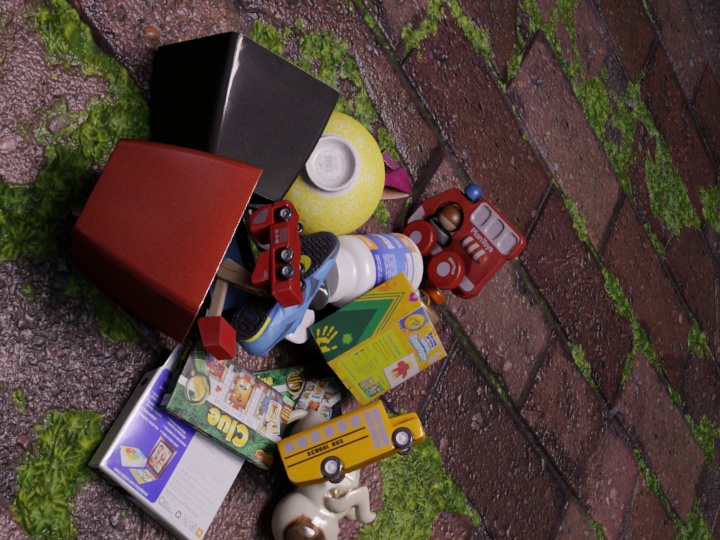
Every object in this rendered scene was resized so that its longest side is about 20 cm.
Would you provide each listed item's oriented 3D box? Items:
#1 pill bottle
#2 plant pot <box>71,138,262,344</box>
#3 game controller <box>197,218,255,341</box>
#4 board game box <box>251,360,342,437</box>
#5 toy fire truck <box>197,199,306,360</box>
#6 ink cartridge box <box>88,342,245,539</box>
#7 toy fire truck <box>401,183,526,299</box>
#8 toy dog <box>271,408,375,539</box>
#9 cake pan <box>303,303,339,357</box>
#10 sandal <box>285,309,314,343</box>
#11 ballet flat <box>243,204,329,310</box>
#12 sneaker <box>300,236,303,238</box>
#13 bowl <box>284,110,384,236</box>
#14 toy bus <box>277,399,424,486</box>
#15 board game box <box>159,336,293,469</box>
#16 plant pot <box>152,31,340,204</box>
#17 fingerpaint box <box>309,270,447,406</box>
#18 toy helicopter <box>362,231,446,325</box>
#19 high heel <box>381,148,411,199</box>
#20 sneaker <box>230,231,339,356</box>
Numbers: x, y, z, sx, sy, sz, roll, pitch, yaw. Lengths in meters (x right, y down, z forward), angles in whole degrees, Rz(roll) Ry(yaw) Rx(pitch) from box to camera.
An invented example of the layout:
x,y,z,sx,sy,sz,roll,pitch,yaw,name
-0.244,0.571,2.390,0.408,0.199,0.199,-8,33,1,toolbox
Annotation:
x,y,z,sx,sy,sz,roll,pitch,yaw,name
0.000,0.000,1.422,0.199,0.111,0.114,-5,88,-52,pill bottle
-0.253,-0.051,1.149,0.174,0.200,0.202,26,70,-9,plant pot
-0.194,0.001,1.287,0.103,0.042,0.203,-13,85,-26,game controller
-0.105,0.200,1.411,0.198,0.023,0.107,-2,89,-48,board game box
-0.145,0.009,1.226,0.049,0.139,0.203,55,25,-56,toy fire truck
-0.243,0.235,1.245,0.199,0.043,0.201,50,53,-30,ink cartridge box
0.178,-0.058,1.610,0.201,0.168,0.112,51,16,30,toy fire truck
-0.060,0.320,1.351,0.192,0.139,0.203,27,75,-27,toy dog
-0.037,0.043,1.495,0.198,0.036,0.204,7,80,-46,cake pan
-0.160,0.036,1.355,0.205,0.059,0.080,34,61,-14,sandal
-0.121,-0.022,1.325,0.201,0.068,0.068,53,22,20,ballet flat
-0.093,-0.147,1.450,0.104,0.075,0.203,21,69,-23,sneaker
-0.051,-0.152,1.367,0.196,0.108,0.204,1,86,-11,bowl
-0.011,0.243,1.283,0.065,0.197,0.079,77,-9,-70,toy bus
-0.179,0.186,1.262,0.200,0.023,0.106,40,61,-37,board game box
-0.178,-0.198,1.274,0.199,0.198,0.180,23,77,-43,plant pot
0.032,0.109,1.416,0.074,0.165,0.200,60,1,31,fingerpaint box
0.065,0.017,1.560,0.201,0.079,0.132,50,9,-9,toy helicopter
0.028,-0.125,1.560,0.097,0.067,0.200,53,47,-14,high heel
-0.096,0.034,1.269,0.201,0.066,0.079,-50,143,-8,sneaker
